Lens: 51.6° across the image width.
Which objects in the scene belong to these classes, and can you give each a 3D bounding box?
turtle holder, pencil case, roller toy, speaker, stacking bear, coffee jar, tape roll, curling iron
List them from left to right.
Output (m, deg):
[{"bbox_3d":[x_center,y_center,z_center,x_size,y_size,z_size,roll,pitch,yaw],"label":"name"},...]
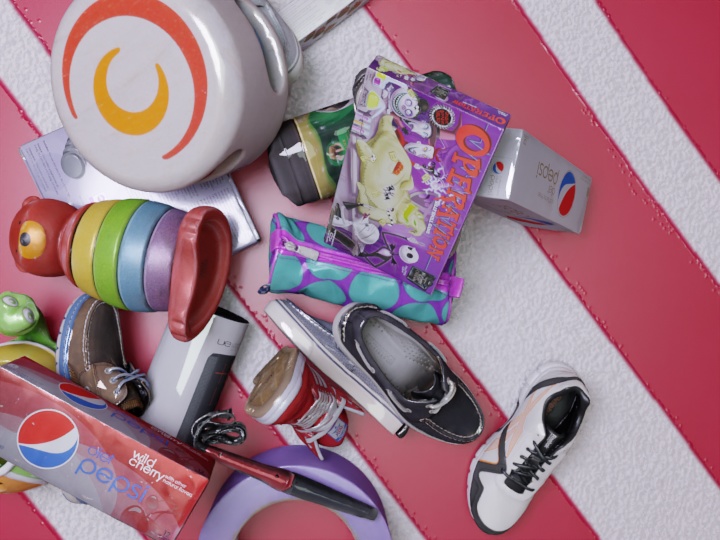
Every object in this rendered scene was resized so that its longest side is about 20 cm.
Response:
[{"bbox_3d":[-0.331,0.129,0.732,0.141,0.132,0.186,33,90,-3],"label":"turtle holder"},{"bbox_3d":[-0.233,-0.019,0.699,0.199,0.114,0.122,11,100,7],"label":"stacking bear"},{"bbox_3d":[-0.164,-0.166,0.669,0.182,0.140,0.201,26,111,10],"label":"roller toy"},{"bbox_3d":[-0.187,0.129,0.766,0.081,0.081,0.201,22,89,-3],"label":"speaker"},{"bbox_3d":[-0.072,0.193,0.716,0.199,0.026,0.050,30,92,-3],"label":"curling iron"},{"bbox_3d":[-0.066,0.290,0.774,0.199,0.085,0.201,0,92,-4],"label":"tape roll"},{"bbox_3d":[0.000,0.000,0.767,0.199,0.092,0.086,10,82,-5],"label":"pencil case"},{"bbox_3d":[0.003,-0.133,0.758,0.199,0.104,0.086,-19,108,-2],"label":"coffee jar"}]

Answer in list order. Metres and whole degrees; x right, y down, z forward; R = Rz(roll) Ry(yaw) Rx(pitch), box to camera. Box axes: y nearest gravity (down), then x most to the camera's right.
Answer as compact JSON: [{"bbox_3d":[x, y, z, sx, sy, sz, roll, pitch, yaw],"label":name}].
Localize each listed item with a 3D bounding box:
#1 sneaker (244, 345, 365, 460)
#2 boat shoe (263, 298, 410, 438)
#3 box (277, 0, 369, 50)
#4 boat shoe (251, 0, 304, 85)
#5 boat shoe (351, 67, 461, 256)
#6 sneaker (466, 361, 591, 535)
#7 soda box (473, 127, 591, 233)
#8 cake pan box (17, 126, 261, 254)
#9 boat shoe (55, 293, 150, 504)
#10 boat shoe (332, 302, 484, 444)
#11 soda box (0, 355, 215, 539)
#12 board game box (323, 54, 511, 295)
[{"bbox_3d":[-0.048,0.134,0.714,0.071,0.200,0.112,-45,95,-3],"label":"sneaker"},{"bbox_3d":[-0.002,0.078,0.785,0.200,0.075,0.093,44,82,-11],"label":"boat shoe"},{"bbox_3d":[-0.073,-0.252,0.784,0.200,0.039,0.041,-38,89,-2],"label":"box"},{"bbox_3d":[-0.129,-0.262,0.734,0.070,0.072,0.201,-37,70,-2],"label":"boat shoe"},{"bbox_3d":[0.046,-0.100,0.699,0.067,0.057,0.201,-23,121,4],"label":"boat shoe"},{"bbox_3d":[0.176,0.191,0.788,0.073,0.080,0.201,26,91,-5],"label":"sneaker"},{"bbox_3d":[0.158,-0.084,0.723,0.068,0.200,0.064,12,91,34],"label":"soda box"},{"bbox_3d":[-0.223,-0.075,0.775,0.184,0.052,0.201,-26,92,0],"label":"cake pan box"},{"bbox_3d":[-0.240,0.121,0.716,0.072,0.072,0.201,-4,87,22],"label":"boat shoe"},{"bbox_3d":[0.057,0.106,0.731,0.074,0.060,0.200,-47,106,-14],"label":"boat shoe"},{"bbox_3d":[-0.230,0.154,0.645,0.199,0.063,0.070,31,88,-6],"label":"soda box"},{"bbox_3d":[0.040,-0.074,0.650,0.120,0.200,0.032,23,47,6],"label":"board game box"}]
